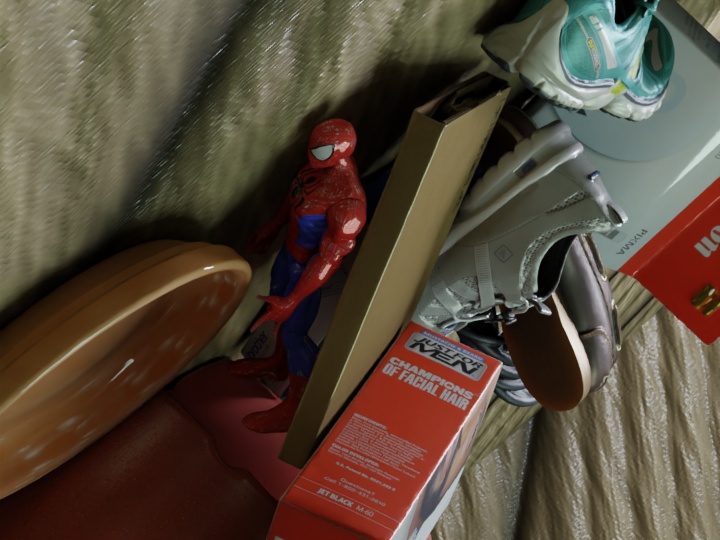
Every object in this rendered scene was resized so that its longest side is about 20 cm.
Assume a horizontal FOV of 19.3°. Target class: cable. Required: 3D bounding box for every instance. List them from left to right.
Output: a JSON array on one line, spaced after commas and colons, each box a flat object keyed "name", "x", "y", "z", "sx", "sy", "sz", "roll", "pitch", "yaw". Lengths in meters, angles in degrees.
[{"name": "cable", "x": 0.099, "y": 0.010, "z": 1.410, "sx": 0.051, "sy": 0.163, "sz": 0.200, "roll": -2, "pitch": -159, "yaw": 27}]

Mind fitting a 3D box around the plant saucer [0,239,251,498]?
[{"name": "plant saucer", "x": -0.143, "y": 0.048, "z": 1.061, "sx": 0.200, "sy": 0.037, "sz": 0.200, "roll": -38, "pitch": 170, "yaw": -8}]

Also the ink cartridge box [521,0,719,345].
[{"name": "ink cartridge box", "x": 0.198, "y": -0.056, "z": 1.333, "sx": 0.160, "sy": 0.200, "sz": 0.047, "roll": -45, "pitch": -174, "yaw": 28}]

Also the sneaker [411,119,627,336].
[{"name": "sneaker", "x": 0.073, "y": 0.006, "z": 1.244, "sx": 0.200, "sy": 0.082, "sz": 0.075, "roll": -48, "pitch": 167, "yaw": 34}]

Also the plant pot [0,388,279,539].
[{"name": "plant pot", "x": -0.147, "y": 0.174, "z": 1.199, "sx": 0.195, "sy": 0.201, "sz": 0.201, "roll": -45, "pitch": 171, "yaw": -10}]

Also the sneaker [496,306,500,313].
[{"name": "sneaker", "x": 0.061, "y": 0.009, "z": 1.506, "sx": 0.081, "sy": 0.075, "sz": 0.200, "roll": -20, "pitch": 164, "yaw": 3}]

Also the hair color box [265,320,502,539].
[{"name": "hair color box", "x": 0.006, "y": 0.125, "z": 1.143, "sx": 0.200, "sy": 0.064, "sz": 0.111, "roll": -53, "pitch": 164, "yaw": -57}]

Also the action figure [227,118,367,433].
[{"name": "action figure", "x": -0.033, "y": 0.000, "z": 1.106, "sx": 0.052, "sy": 0.065, "sz": 0.200, "roll": 5, "pitch": 132, "yaw": -17}]

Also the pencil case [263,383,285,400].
[{"name": "pencil case", "x": -0.047, "y": 0.118, "z": 1.539, "sx": 0.200, "sy": 0.085, "sz": 0.092, "roll": -33, "pitch": 141, "yaw": -26}]

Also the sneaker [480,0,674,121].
[{"name": "sneaker", "x": 0.140, "y": -0.132, "z": 1.177, "sx": 0.080, "sy": 0.078, "sz": 0.200, "roll": -52, "pitch": 165, "yaw": 19}]

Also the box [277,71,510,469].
[{"name": "box", "x": 0.019, "y": -0.004, "z": 1.141, "sx": 0.200, "sy": 0.021, "sz": 0.163, "roll": -67, "pitch": 171, "yaw": 17}]

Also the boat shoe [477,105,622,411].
[{"name": "boat shoe", "x": 0.112, "y": -0.014, "z": 1.316, "sx": 0.070, "sy": 0.200, "sz": 0.070, "roll": 3, "pitch": -151, "yaw": 40}]

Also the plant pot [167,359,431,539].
[{"name": "plant pot", "x": -0.084, "y": 0.168, "z": 1.373, "sx": 0.200, "sy": 0.177, "sz": 0.200, "roll": -37, "pitch": 168, "yaw": -9}]

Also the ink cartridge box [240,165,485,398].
[{"name": "ink cartridge box", "x": 0.000, "y": 0.000, "z": 1.318, "sx": 0.094, "sy": 0.044, "sz": 0.200, "roll": -33, "pitch": 168, "yaw": -35}]
